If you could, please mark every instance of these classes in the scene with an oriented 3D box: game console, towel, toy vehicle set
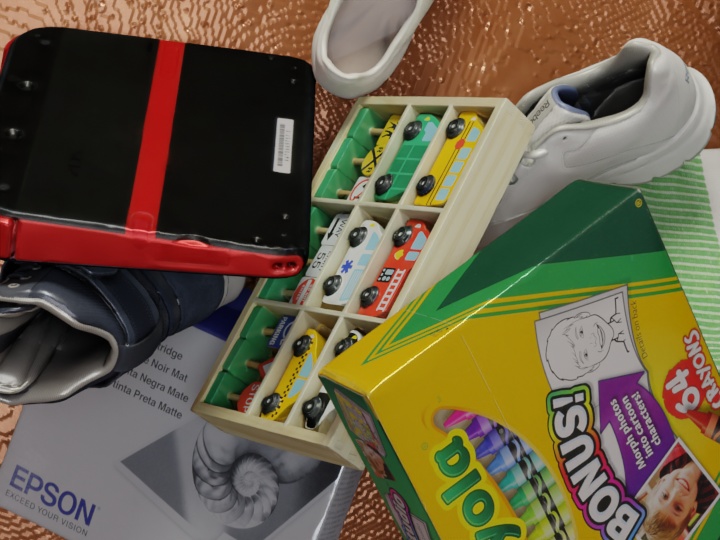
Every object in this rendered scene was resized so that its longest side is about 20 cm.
[{"bbox_3d":[-0.113,-0.064,0.959,0.176,0.200,0.031,8,126,-5],"label":"game console"},{"bbox_3d":[0.224,-0.006,1.007,0.199,0.023,0.153,-3,62,-10],"label":"towel"},{"bbox_3d":[0.000,0.000,0.940,0.026,0.124,0.201,38,70,-34],"label":"toy vehicle set"}]

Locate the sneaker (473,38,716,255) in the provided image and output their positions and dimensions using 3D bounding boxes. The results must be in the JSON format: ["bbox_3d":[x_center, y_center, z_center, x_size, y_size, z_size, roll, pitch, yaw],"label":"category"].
[{"bbox_3d":[0.092,-0.060,0.975,0.200,0.087,0.075,-37,59,8],"label":"sneaker"}]

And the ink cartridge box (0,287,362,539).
[{"bbox_3d":[-0.088,0.075,1.012,0.199,0.041,0.201,22,95,19],"label":"ink cartridge box"}]

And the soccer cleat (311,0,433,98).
[{"bbox_3d":[0.030,-0.187,1.001,0.069,0.078,0.201,23,95,-4],"label":"soccer cleat"}]

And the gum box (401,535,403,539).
[{"bbox_3d":[0.107,0.084,1.043,0.199,0.066,0.114,-17,96,0],"label":"gum box"}]

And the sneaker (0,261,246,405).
[{"bbox_3d":[-0.181,-0.010,0.958,0.201,0.146,0.077,25,128,20],"label":"sneaker"}]

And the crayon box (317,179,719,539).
[{"bbox_3d":[0.097,0.087,0.891,0.172,0.058,0.201,-36,114,-21],"label":"crayon box"}]
